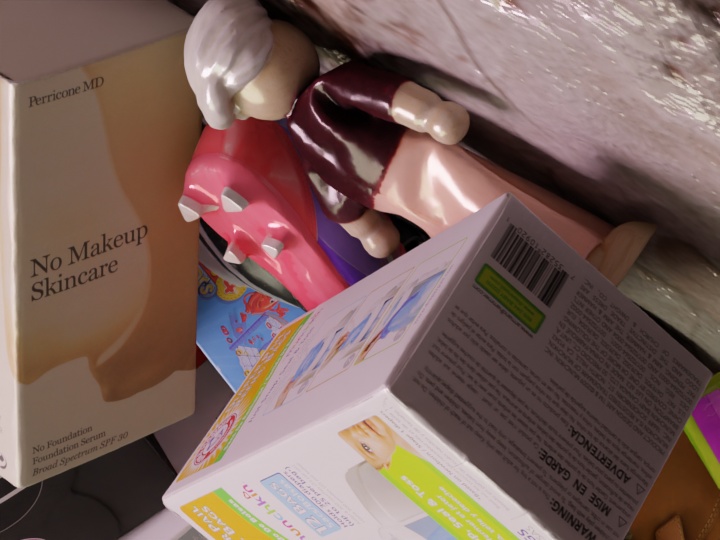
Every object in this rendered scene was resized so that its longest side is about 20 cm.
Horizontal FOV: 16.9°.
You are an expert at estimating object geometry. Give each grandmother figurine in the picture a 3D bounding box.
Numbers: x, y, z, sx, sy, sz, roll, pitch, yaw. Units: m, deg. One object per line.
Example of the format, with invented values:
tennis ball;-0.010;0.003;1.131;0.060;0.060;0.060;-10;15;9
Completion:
grandmother figurine;0.015;-0.043;0.967;0.200;0.061;0.121;34;141;4

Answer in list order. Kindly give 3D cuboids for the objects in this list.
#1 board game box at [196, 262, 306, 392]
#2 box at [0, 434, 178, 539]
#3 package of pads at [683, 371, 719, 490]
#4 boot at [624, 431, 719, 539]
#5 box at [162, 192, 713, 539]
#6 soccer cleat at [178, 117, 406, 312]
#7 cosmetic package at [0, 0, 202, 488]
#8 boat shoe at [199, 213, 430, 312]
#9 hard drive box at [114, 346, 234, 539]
board game box;-0.034;0.048;1.275;0.200;0.056;0.196;49;180;29
box;-0.204;0.048;1.253;0.200;0.124;0.149;53;176;38
package of pads;0.209;0.127;0.971;0.200;0.068;0.155;47;-167;-49
boot;0.103;0.107;1.084;0.200;0.155;0.077;38;168;-10
box;0.025;0.068;0.959;0.112;0.101;0.200;41;149;-12
soccer cleat;0.000;0.000;1.064;0.067;0.077;0.200;-5;136;48
cosmetic package;-0.128;-0.018;1.049;0.071;0.105;0.200;32;132;38
boat shoe;0.000;0.000;1.130;0.200;0.072;0.068;35;170;-26
hard drive box;-0.135;0.126;1.320;0.156;0.200;0.077;47;178;40
